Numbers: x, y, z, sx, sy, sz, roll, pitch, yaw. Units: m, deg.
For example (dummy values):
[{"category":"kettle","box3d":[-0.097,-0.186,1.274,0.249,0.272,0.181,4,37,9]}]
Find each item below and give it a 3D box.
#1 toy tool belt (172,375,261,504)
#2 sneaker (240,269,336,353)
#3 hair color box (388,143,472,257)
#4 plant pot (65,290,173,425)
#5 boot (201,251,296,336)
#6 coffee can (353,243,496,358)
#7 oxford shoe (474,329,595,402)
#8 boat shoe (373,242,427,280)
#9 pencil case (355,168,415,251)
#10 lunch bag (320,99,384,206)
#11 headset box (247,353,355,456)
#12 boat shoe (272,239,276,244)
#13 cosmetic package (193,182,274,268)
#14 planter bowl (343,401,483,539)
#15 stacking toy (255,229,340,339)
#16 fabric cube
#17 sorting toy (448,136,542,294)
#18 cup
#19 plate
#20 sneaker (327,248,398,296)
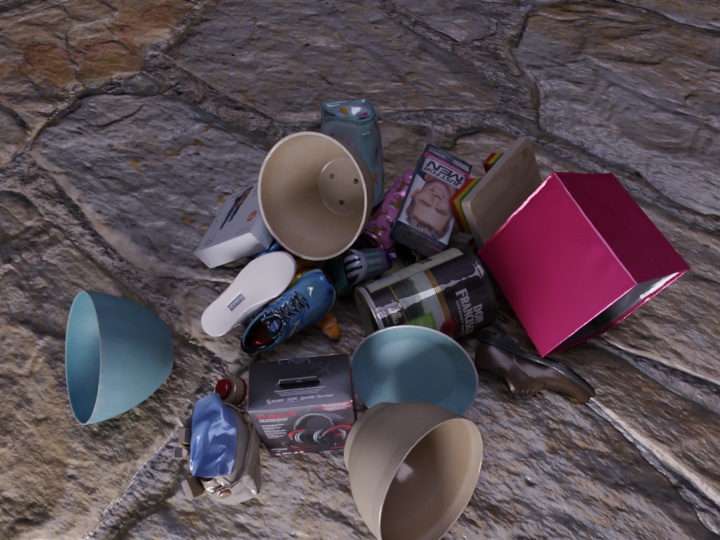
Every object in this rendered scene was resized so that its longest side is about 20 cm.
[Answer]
[{"category":"toy tool belt","box3d":[-0.216,0.240,0.859,0.124,0.122,0.203,-31,53,24]},{"category":"sneaker","box3d":[-0.120,0.079,0.955,0.199,0.090,0.079,-42,89,17]},{"category":"hair color box","box3d":[0.131,-0.128,1.059,0.098,0.061,0.203,25,57,-4]},{"category":"plant pot","box3d":[-0.384,0.135,0.941,0.133,0.201,0.202,1,45,-41]},{"category":"boot","box3d":[-0.182,0.033,0.991,0.198,0.090,0.073,-35,91,13]},{"category":"coffee can","box3d":[0.105,0.060,0.967,0.196,0.148,0.148,-22,57,-10]},{"category":"oxford shoe","box3d":[0.277,0.173,0.938,0.196,0.073,0.086,22,84,14]},{"category":"boat shoe","box3d":[0.096,-0.029,1.070,0.075,0.074,0.200,31,63,22]},{"category":"pencil case","box3d":[0.067,-0.108,1.123,0.083,0.086,0.201,44,64,-7]},{"category":"lunch bag","box3d":[-0.013,-0.225,1.109,0.119,0.174,0.201,-7,26,-9]},{"category":"headset box","box3d":[-0.080,0.198,0.852,0.145,0.202,0.076,-5,54,-1]},{"category":"boat shoe","box3d":[-0.138,-0.124,1.157,0.071,0.060,0.200,31,63,22]},{"category":"cosmetic package","box3d":[-0.213,-0.093,1.082,0.198,0.052,0.153,-13,46,44]},{"category":"planter bowl","box3d":[0.058,0.271,0.816,0.200,0.203,0.134,-41,39,-22]},{"category":"stacking toy","box3d":[-0.097,0.041,1.034,0.109,0.116,0.202,-32,73,-11]},{"category":"fabric cube","box3d":[0.347,-0.015,0.921,0.197,0.197,0.202,-8,58,-40]},{"category":"sorting toy","box3d":[0.253,-0.101,1.050,0.069,0.201,0.200,11,48,47]},{"category":"cup","box3d":[-0.053,-0.133,0.981,0.197,0.204,0.143,21,22,17]},{"category":"plate","box3d":[0.080,0.159,0.882,0.195,0.204,0.026,7,32,8]},{"category":"sneaker","box3d":[0.000,0.000,1.007,0.086,0.200,0.076,-10,90,-17]}]
